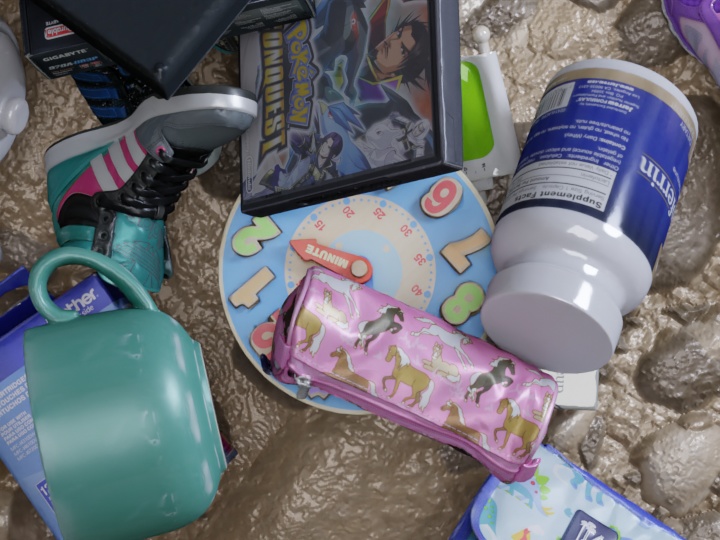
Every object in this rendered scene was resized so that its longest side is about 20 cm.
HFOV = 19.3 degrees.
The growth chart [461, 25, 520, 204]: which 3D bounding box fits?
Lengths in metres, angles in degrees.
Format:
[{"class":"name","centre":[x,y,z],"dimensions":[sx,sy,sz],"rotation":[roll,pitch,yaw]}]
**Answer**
[{"class":"growth chart","centre":[0.022,-0.085,1.536],"dimensions":[0.199,0.018,0.145],"rotation":[-24,106,1]}]

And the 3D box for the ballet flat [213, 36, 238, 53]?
[{"class":"ballet flat","centre":[-0.134,-0.247,1.509],"dimensions":[0.200,0.068,0.075],"rotation":[50,126,12]}]

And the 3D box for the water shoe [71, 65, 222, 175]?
[{"class":"water shoe","centre":[-0.179,-0.147,1.522],"dimensions":[0.071,0.079,0.200],"rotation":[-41,90,1]}]

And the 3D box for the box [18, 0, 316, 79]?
[{"class":"box","centre":[-0.138,-0.231,1.448],"dimensions":[0.199,0.046,0.160],"rotation":[-11,72,10]}]

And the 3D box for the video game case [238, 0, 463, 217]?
[{"class":"video game case","centre":[-0.011,-0.149,1.424],"dimensions":[0.180,0.025,0.201],"rotation":[-12,74,39]}]

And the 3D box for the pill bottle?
[{"class":"pill bottle","centre":[0.155,-0.037,1.464],"dimensions":[0.115,0.116,0.201],"rotation":[22,61,0]}]

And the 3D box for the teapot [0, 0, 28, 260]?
[{"class":"teapot","centre":[-0.297,-0.127,1.460],"dimensions":[0.145,0.200,0.198],"rotation":[14,72,17]}]

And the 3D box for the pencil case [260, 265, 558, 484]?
[{"class":"pencil case","centre":[0.036,0.071,1.421],"dimensions":[0.199,0.083,0.087],"rotation":[23,88,-9]}]

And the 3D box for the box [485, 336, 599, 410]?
[{"class":"box","centre":[0.072,0.056,1.526],"dimensions":[0.198,0.068,0.083],"rotation":[2,89,1]}]

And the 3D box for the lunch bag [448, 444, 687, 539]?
[{"class":"lunch bag","centre":[0.130,0.240,1.506],"dimensions":[0.170,0.127,0.201],"rotation":[33,78,3]}]

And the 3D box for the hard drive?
[{"class":"hard drive","centre":[-0.119,-0.229,1.390],"dimensions":[0.139,0.033,0.200],"rotation":[36,79,13]}]

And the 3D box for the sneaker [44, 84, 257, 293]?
[{"class":"sneaker","centre":[-0.145,-0.048,1.460],"dimensions":[0.199,0.083,0.122],"rotation":[-20,69,42]}]

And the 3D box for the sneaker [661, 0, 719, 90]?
[{"class":"sneaker","centre":[0.281,-0.153,1.514],"dimensions":[0.080,0.088,0.201],"rotation":[-25,89,2]}]

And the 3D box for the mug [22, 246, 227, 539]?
[{"class":"mug","centre":[-0.155,0.089,1.405],"dimensions":[0.114,0.152,0.186],"rotation":[-12,123,-4]}]

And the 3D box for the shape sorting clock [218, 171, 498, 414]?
[{"class":"shape sorting clock","centre":[0.000,0.000,1.476],"dimensions":[0.198,0.039,0.202],"rotation":[0,88,1]}]

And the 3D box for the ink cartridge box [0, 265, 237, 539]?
[{"class":"ink cartridge box","centre":[-0.202,0.093,1.527],"dimensions":[0.136,0.076,0.201],"rotation":[-35,88,1]}]
